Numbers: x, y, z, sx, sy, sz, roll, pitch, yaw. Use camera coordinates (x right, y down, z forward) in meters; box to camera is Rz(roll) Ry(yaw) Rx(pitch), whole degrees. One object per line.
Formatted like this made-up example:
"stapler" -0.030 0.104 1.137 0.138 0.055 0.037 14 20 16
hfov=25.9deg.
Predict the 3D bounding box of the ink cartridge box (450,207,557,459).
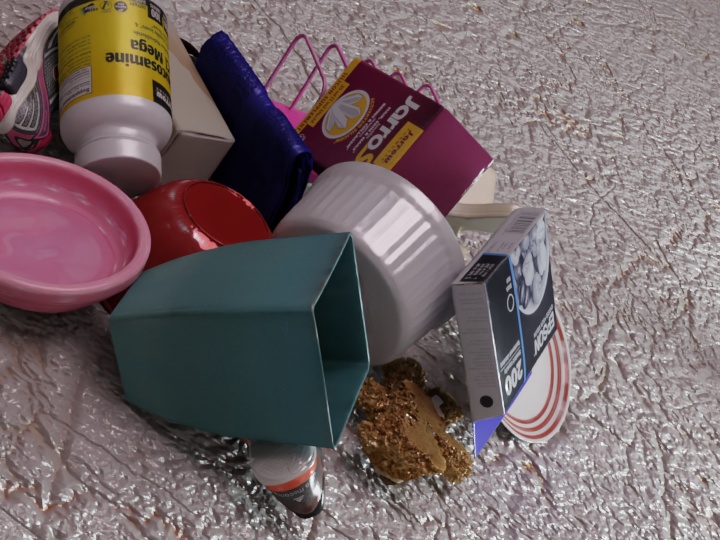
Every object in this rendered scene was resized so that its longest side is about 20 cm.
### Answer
"ink cartridge box" 0.156 0.063 1.620 0.043 0.201 0.198 3 25 24

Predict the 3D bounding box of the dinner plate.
"dinner plate" 0.176 0.094 1.751 0.200 0.024 0.201 21 62 -46

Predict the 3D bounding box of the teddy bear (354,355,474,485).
"teddy bear" 0.048 0.157 1.571 0.145 0.067 0.200 37 22 -23

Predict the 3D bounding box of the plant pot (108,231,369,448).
"plant pot" -0.110 0.058 1.383 0.199 0.142 0.141 0 28 14

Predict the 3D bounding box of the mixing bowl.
"mixing bowl" -0.156 -0.016 1.523 0.200 0.108 0.201 27 33 -19

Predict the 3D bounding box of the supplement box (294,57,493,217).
"supplement box" 0.028 -0.130 1.700 0.103 0.131 0.200 43 -4 -37

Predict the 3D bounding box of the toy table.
"toy table" 0.093 -0.054 1.788 0.117 0.184 0.201 19 75 -20

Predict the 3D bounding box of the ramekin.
"ramekin" 0.000 0.000 1.582 0.200 0.201 0.098 42 52 6

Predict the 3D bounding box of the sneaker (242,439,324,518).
"sneaker" -0.073 0.158 1.441 0.200 0.077 0.082 -104 171 -59

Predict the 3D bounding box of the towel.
"towel" -0.121 -0.144 1.692 0.049 0.148 0.200 -14 56 -35

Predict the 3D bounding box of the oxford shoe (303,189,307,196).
"oxford shoe" -0.101 -0.122 1.759 0.058 0.075 0.200 -1 44 -42

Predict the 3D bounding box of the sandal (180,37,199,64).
"sandal" -0.234 -0.252 1.811 0.200 0.048 0.075 34 30 -7

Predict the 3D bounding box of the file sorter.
"file sorter" -0.008 -0.180 1.876 0.199 0.126 0.139 18 32 -32

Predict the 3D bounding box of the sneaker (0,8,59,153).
"sneaker" -0.338 -0.194 1.604 0.075 0.081 0.200 41 35 -25

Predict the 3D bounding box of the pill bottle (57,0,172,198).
"pill bottle" -0.246 -0.179 1.569 0.112 0.112 0.201 14 58 -36

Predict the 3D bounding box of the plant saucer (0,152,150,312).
"plant saucer" -0.292 -0.029 1.417 0.200 0.051 0.201 15 36 -11

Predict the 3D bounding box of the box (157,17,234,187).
"box" -0.223 -0.182 1.688 0.078 0.095 0.200 6 45 -44
